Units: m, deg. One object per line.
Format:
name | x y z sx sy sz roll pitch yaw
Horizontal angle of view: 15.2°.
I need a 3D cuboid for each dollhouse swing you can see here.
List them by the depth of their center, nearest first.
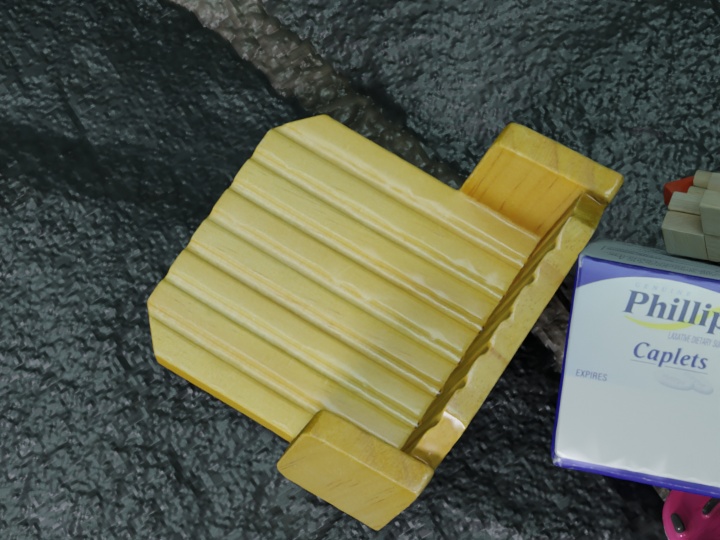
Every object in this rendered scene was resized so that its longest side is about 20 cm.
dollhouse swing | 0.000 0.000 1.414 0.176 0.182 0.200 35 74 1

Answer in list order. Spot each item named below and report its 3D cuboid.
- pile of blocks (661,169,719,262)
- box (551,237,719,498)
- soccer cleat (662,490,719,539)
pile of blocks | 0.198 -0.046 1.408 0.062 0.200 0.082 11 95 21
box | 0.194 0.053 1.344 0.183 0.200 0.105 10 94 8
soccer cleat | 0.239 0.171 1.379 0.200 0.086 0.070 27 65 38
